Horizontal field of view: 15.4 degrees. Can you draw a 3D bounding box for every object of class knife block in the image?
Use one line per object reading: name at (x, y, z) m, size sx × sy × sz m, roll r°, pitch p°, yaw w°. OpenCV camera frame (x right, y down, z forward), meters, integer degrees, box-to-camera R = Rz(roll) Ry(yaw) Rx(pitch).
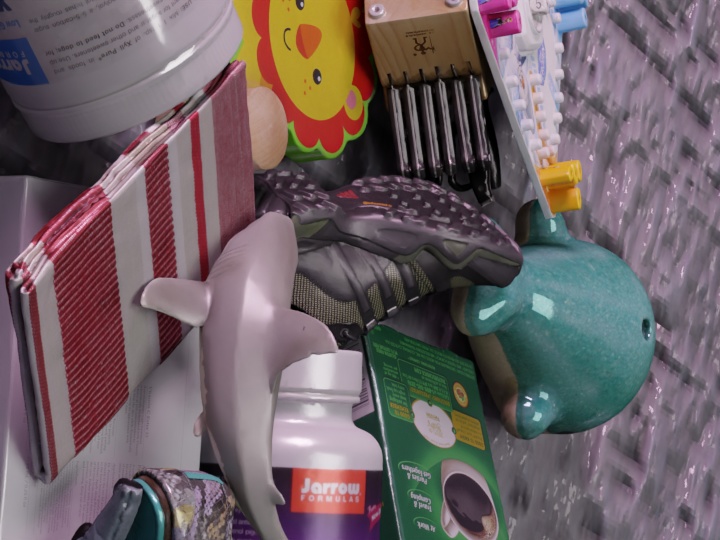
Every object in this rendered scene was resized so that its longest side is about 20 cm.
knife block at (0.046, -0.139, 1.647) m, size 0.176 × 0.063 × 0.201 m, roll 73°, pitch 12°, yaw -55°

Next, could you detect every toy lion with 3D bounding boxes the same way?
toy lion at (-0.057, -0.152, 1.536) m, size 0.192 × 0.068 × 0.201 m, roll -41°, pitch 121°, yaw -51°

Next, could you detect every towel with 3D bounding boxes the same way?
towel at (-0.116, -0.002, 1.372) m, size 0.200 × 0.023 × 0.145 m, roll -49°, pitch 150°, yaw -39°

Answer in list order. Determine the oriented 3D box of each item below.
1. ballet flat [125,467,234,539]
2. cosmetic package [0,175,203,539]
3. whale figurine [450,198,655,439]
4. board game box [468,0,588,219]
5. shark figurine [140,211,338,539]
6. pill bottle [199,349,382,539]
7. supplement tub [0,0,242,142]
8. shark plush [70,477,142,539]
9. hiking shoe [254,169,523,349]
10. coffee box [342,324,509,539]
ballet flat at (-0.105, 0.188, 1.402) m, size 0.072 × 0.072 × 0.201 m, roll -22°, pitch 138°, yaw -49°
cosmetic package at (-0.148, 0.058, 1.421) m, size 0.150 × 0.051 × 0.202 m, roll 10°, pitch 83°, yaw -49°
whale figurine at (0.124, 0.029, 1.696) m, size 0.200 × 0.103 × 0.160 m, roll 40°, pitch 52°, yaw -58°
board game box at (0.109, -0.170, 1.678) m, size 0.201 × 0.026 × 0.201 m, roll 66°, pitch 23°, yaw -46°
shark figurine at (-0.041, 0.067, 1.382) m, size 0.128 × 0.089 × 0.216 m, roll 7°, pitch 72°, yaw -58°
pill bottle at (-0.043, 0.144, 1.503) m, size 0.111 × 0.111 × 0.202 m, roll 6°, pitch 85°, yaw -51°
supplement tub at (-0.155, -0.182, 1.352) m, size 0.132 × 0.131 × 0.201 m, roll -49°, pitch 125°, yaw -39°
shark plush at (-0.145, 0.204, 1.359) m, size 0.091 × 0.083 × 0.201 m, roll 29°, pitch 90°, yaw -52°
hiking shoe at (0.000, 0.000, 1.569) m, size 0.199 × 0.076 × 0.101 m, roll 7°, pitch 116°, yaw -27°
coffee box at (0.037, 0.137, 1.600) m, size 0.123 × 0.044 × 0.201 m, roll 22°, pitch 49°, yaw -50°
